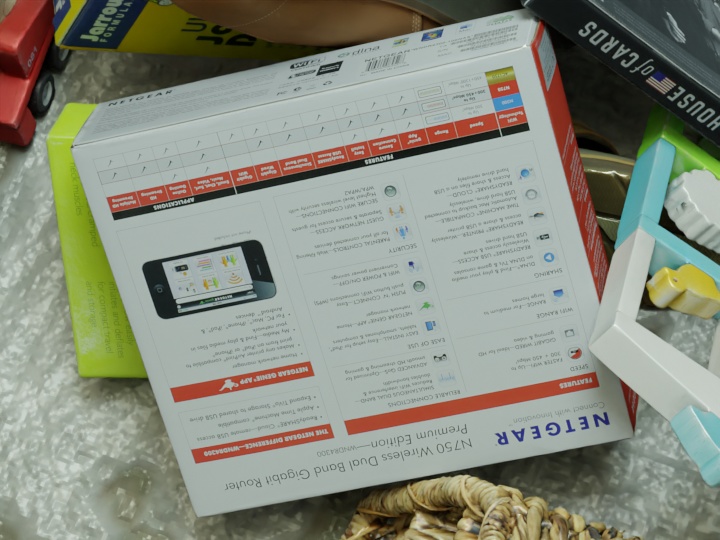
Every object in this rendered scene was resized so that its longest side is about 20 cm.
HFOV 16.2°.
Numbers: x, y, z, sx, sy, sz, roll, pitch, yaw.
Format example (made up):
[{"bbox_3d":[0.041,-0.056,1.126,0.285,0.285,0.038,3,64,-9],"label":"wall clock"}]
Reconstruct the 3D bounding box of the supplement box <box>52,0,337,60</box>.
[{"bbox_3d":[-0.035,-0.166,1.141,0.199,0.110,0.110,0,66,-26],"label":"supplement box"}]

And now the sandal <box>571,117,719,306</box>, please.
[{"bbox_3d":[0.077,-0.041,1.151,0.199,0.081,0.054,15,49,16],"label":"sandal"}]

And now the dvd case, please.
[{"bbox_3d":[0.108,-0.152,1.107,0.025,0.150,0.201,-39,40,27],"label":"dvd case"}]

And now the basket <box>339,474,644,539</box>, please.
[{"bbox_3d":[0.024,0.184,1.024,0.148,0.143,0.201,21,72,13],"label":"basket"}]

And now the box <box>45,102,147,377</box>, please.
[{"bbox_3d":[-0.031,-0.014,1.116,0.199,0.123,0.048,-1,25,10],"label":"box"}]

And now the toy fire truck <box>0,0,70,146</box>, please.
[{"bbox_3d":[-0.172,-0.129,1.167,0.048,0.141,0.201,14,71,11],"label":"toy fire truck"}]

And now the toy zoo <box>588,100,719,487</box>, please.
[{"bbox_3d":[0.163,0.017,1.061,0.131,0.020,0.201,34,42,-13],"label":"toy zoo"}]

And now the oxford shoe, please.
[{"bbox_3d":[0.007,-0.121,1.068,0.199,0.071,0.072,9,60,-33],"label":"oxford shoe"}]

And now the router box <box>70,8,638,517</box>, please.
[{"bbox_3d":[0.000,0.000,1.063,0.199,0.181,0.049,-11,23,13],"label":"router box"}]
